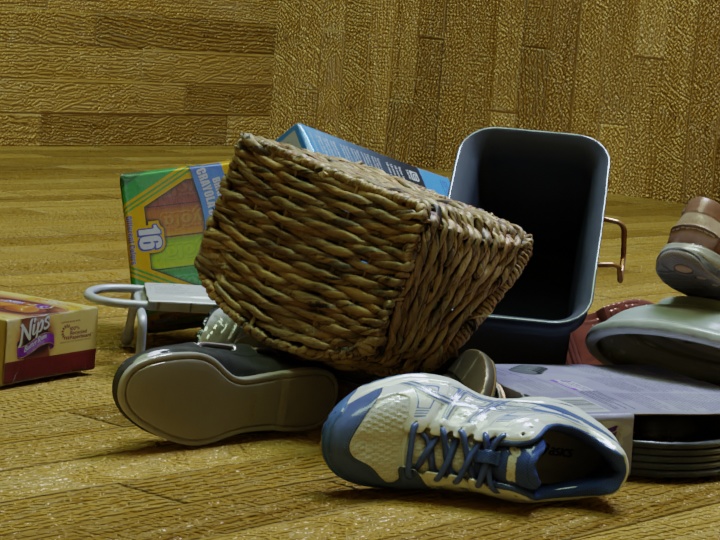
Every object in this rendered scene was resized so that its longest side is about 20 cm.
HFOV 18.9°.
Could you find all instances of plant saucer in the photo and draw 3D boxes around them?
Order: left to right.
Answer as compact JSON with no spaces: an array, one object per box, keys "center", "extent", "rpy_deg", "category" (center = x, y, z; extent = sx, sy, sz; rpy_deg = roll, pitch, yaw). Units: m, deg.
[{"center":[0.277,0.061,1.689],"extent":[0.200,0.050,0.200],"rpy_deg":[16,-14,4],"category":"plant saucer"}]

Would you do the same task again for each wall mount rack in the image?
[{"center":[-0.131,0.047,1.790],"extent":[0.200,0.075,0.174],"rpy_deg":[3,11,-9],"category":"wall mount rack"}]

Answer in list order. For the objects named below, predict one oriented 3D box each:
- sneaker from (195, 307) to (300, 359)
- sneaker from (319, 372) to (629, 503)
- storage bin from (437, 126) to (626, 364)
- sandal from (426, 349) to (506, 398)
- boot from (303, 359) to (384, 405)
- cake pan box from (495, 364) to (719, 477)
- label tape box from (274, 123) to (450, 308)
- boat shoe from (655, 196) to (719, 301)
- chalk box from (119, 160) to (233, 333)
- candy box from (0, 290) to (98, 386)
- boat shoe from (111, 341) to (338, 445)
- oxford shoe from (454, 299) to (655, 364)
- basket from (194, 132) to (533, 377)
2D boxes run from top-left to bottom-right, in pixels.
[{"center":[-0.071,0.030,1.674],"extent":[0.079,0.074,0.200],"rpy_deg":[13,49,7],"category":"sneaker"},{"center":[0.077,0.110,1.379],"extent":[0.200,0.075,0.088],"rpy_deg":[1,8,-19],"category":"sneaker"},{"center":[0.141,0.003,1.758],"extent":[0.145,0.134,0.200],"rpy_deg":[5,51,8],"category":"storage bin"},{"center":[0.070,0.100,1.523],"extent":[0.054,0.080,0.200],"rpy_deg":[40,-4,-4],"category":"sandal"},{"center":[0.001,0.045,1.715],"extent":[0.075,0.097,0.200],"rpy_deg":[20,9,2],"category":"boot"},{"center":[0.186,0.107,1.573],"extent":[0.184,0.052,0.200],"rpy_deg":[-1,8,-25],"category":"cake pan box"},{"center":[0.015,-0.030,1.831],"extent":[0.063,0.144,0.200],"rpy_deg":[-38,-34,27],"category":"label tape box"},{"center":[0.295,0.002,1.696],"extent":[0.076,0.072,0.200],"rpy_deg":[10,-16,29],"category":"boat shoe"},{"center":[-0.102,-0.025,1.901],"extent":[0.200,0.125,0.124],"rpy_deg":[-8,-11,-2],"category":"chalk box"},{"center":[-0.322,0.046,1.724],"extent":[0.200,0.057,0.117],"rpy_deg":[10,9,30],"category":"candy box"},{"center":[-0.103,0.083,1.509],"extent":[0.200,0.067,0.057],"rpy_deg":[6,10,-45],"category":"boat shoe"},{"center":[0.167,0.073,1.857],"extent":[0.200,0.071,0.074],"rpy_deg":[-3,-21,-21],"category":"oxford shoe"},{"center":[0.000,0.000,1.579],"extent":[0.200,0.143,0.149],"rpy_deg":[23,7,38],"category":"basket"}]
